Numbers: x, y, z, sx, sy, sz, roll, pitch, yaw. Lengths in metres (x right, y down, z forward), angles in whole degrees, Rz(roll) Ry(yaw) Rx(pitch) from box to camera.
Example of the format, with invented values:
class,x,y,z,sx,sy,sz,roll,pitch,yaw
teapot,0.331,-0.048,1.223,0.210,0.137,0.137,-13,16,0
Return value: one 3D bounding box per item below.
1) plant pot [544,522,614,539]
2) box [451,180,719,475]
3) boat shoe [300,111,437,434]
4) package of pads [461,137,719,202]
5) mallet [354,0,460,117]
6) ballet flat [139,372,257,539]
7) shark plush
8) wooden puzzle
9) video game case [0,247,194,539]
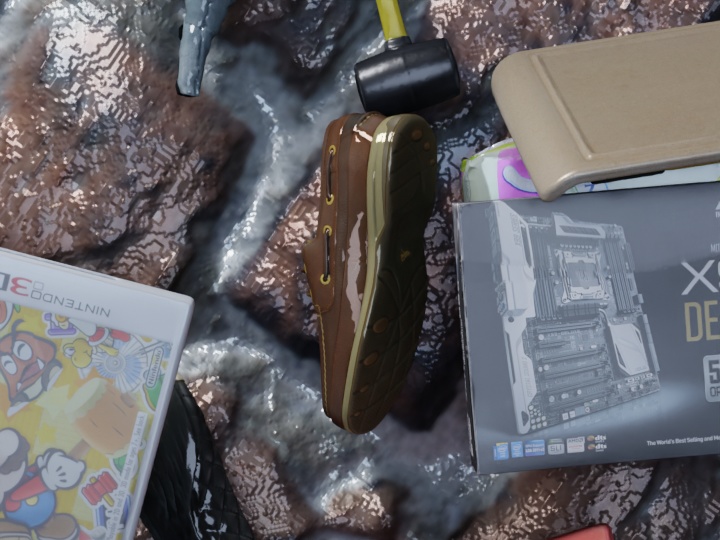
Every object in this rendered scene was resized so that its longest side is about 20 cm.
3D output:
class,x,y,z,sx,sy,sz,roll,pitch,yaw
plant pot,0.079,0.261,0.922,0.176,0.200,0.202,-10,91,9
box,0.158,0.030,0.917,0.198,0.050,0.159,-4,93,-1
boat shoe,0.000,0.000,0.978,0.067,0.072,0.202,12,100,32
package of pads,0.168,-0.018,0.975,0.198,0.068,0.156,-9,92,-2
mallet,0.020,-0.198,0.987,0.065,0.041,0.202,-7,87,3
ballet flat,-0.103,0.149,0.988,0.066,0.057,0.201,-24,86,27
shark plush,-0.096,-0.212,0.959,0.090,0.083,0.201,25,90,-1
wooden puzzle,0.187,-0.100,0.927,0.198,0.185,0.038,-13,119,1
video game case,-0.210,0.091,0.929,0.180,0.023,0.202,15,96,-9
